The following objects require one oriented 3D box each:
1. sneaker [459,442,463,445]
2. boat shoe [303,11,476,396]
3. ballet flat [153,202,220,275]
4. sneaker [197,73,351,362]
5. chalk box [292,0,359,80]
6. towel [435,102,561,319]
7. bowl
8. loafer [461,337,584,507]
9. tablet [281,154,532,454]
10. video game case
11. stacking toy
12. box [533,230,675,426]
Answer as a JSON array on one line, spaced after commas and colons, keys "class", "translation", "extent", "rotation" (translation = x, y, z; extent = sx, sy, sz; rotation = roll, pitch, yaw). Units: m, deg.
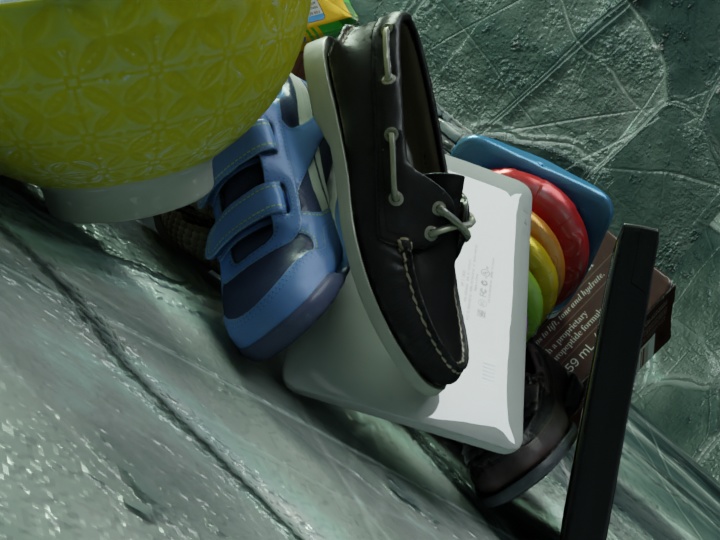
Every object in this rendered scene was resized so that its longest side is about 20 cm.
[{"class": "sneaker", "translation": [0.059, 0.063, 0.843], "extent": [0.200, 0.071, 0.073], "rotation": [37, 6, -23]}, {"class": "boat shoe", "translation": [0.025, -0.038, 0.631], "extent": [0.074, 0.060, 0.201], "rotation": [29, 43, -61]}, {"class": "ballet flat", "translation": [-0.032, 0.001, 0.737], "extent": [0.200, 0.046, 0.068], "rotation": [34, 50, -28]}, {"class": "sneaker", "translation": [-0.051, -0.036, 0.646], "extent": [0.082, 0.074, 0.201], "rotation": [43, 29, -30]}, {"class": "chalk box", "translation": [-0.103, -0.144, 0.822], "extent": [0.124, 0.124, 0.200], "rotation": [63, -25, 15]}, {"class": "towel", "translation": [0.104, -0.041, 1.146], "extent": [0.200, 0.086, 0.166], "rotation": [42, -19, 22]}, {"class": "bowl", "translation": [-0.113, -0.085, 0.567], "extent": [0.200, 0.199, 0.108], "rotation": [-127, -152, -68]}, {"class": "loafer", "translation": [0.092, 0.085, 0.760], "extent": [0.063, 0.072, 0.200], "rotation": [54, 17, 1]}, {"class": "tablet", "translation": [0.033, 0.003, 0.686], "extent": [0.129, 0.014, 0.201], "rotation": [17, 46, -8]}, {"class": "video game case", "translation": [0.153, 0.076, 0.770], "extent": [0.025, 0.201, 0.181], "rotation": [11, 0, 11]}, {"class": "stacking toy", "translation": [0.075, 0.017, 0.758], "extent": [0.116, 0.110, 0.200], "rotation": [25, 37, 4]}, {"class": "box", "translation": [0.194, 0.039, 1.280], "extent": [0.200, 0.166, 0.164], "rotation": [41, -9, 24]}]
